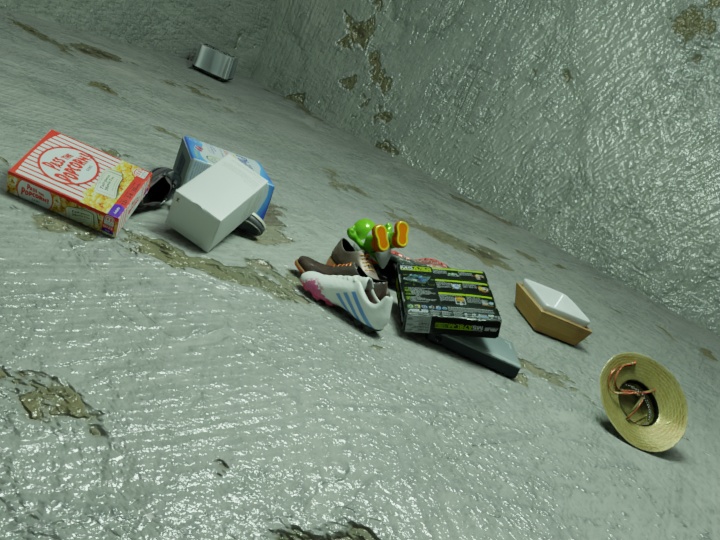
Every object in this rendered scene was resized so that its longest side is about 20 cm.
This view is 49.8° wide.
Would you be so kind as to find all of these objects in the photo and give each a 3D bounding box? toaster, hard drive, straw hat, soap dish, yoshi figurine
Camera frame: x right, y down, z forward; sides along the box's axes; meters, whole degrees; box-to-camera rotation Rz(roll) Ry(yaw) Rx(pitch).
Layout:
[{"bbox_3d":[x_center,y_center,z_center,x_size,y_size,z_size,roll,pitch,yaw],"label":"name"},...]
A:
[{"bbox_3d":[-0.675,-0.961,3.585,0.177,0.121,0.200,23,16,-4],"label":"toaster"},{"bbox_3d":[0.226,0.145,1.589,0.196,0.034,0.140,24,16,-4],"label":"hard drive"},{"bbox_3d":[0.550,0.272,1.563,0.197,0.205,0.085,23,-27,-3],"label":"straw hat"},{"bbox_3d":[0.493,0.108,2.016,0.154,0.083,0.201,21,16,-14],"label":"soap dish"},{"bbox_3d":[0.026,-0.078,1.711,0.112,0.113,0.199,41,-21,-13],"label":"yoshi figurine"}]

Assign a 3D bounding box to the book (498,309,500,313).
[{"bbox_3d":[0.231,0.078,1.722,0.130,0.049,0.200,20,5,2],"label":"book"}]

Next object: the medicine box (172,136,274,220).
[{"bbox_3d":[-0.313,-0.202,1.748,0.196,0.105,0.183,16,18,-25],"label":"medicine box"}]

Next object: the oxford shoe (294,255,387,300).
[{"bbox_3d":[-0.037,0.009,1.548,0.196,0.074,0.071,26,16,3],"label":"oxford shoe"}]

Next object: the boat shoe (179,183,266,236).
[{"bbox_3d":[-0.291,-0.108,1.605,0.196,0.072,0.064,25,57,-20],"label":"boat shoe"}]

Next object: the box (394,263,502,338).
[{"bbox_3d":[0.172,0.059,1.567,0.194,0.049,0.194,4,28,-6],"label":"box"}]

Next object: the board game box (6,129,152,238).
[{"bbox_3d":[-0.485,-0.154,1.351,0.196,0.047,0.153,23,38,-6],"label":"board game box"}]

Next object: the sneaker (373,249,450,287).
[{"bbox_3d":[0.114,0.006,1.760,0.195,0.073,0.098,14,19,9],"label":"sneaker"}]

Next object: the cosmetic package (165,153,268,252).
[{"bbox_3d":[-0.275,-0.135,1.503,0.106,0.086,0.200,34,36,4],"label":"cosmetic package"}]

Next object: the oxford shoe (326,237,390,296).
[{"bbox_3d":[0.000,0.000,1.631,0.070,0.074,0.199,7,24,-46],"label":"oxford shoe"}]

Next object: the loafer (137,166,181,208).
[{"bbox_3d":[-0.399,-0.154,1.512,0.061,0.074,0.200,10,20,17],"label":"loafer"}]

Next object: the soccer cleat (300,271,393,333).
[{"bbox_3d":[-0.023,0.037,1.458,0.197,0.088,0.069,31,17,21],"label":"soccer cleat"}]
